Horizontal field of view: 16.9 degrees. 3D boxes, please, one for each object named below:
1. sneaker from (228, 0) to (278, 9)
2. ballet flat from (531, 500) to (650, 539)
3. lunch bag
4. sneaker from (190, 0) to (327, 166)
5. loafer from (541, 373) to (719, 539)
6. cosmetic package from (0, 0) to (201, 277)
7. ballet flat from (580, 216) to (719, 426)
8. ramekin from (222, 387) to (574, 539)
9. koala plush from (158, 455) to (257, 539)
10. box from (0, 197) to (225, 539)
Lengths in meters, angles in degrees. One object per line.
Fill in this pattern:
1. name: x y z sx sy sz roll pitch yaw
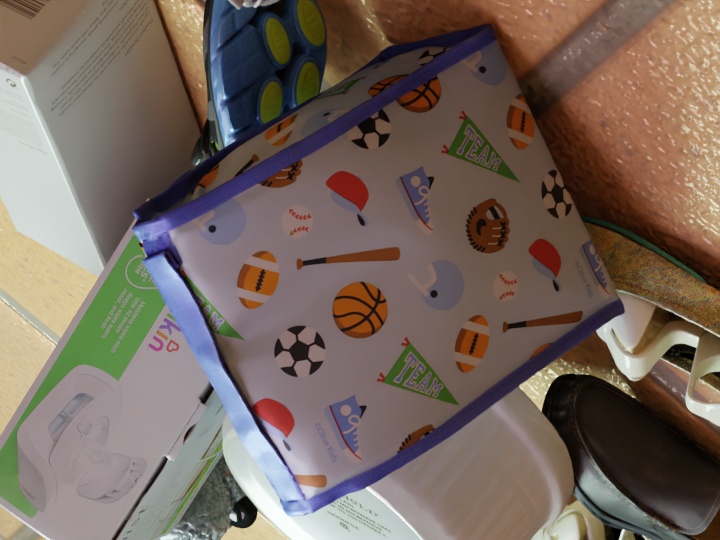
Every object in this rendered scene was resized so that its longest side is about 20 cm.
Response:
1. sneaker: -0.027 -0.149 1.148 0.200 0.082 0.075 10 144 48
2. ballet flat: 0.162 0.177 1.522 0.199 0.068 0.068 12 127 37
3. lunch bag: 0.000 0.000 1.191 0.124 0.200 0.171 -9 114 58
4. sneaker: -0.061 -0.076 1.275 0.083 0.071 0.201 30 131 47
5. loafer: 0.182 0.122 1.376 0.200 0.073 0.072 40 150 -28
6. cosmetic package: -0.167 -0.100 1.415 0.085 0.108 0.200 27 153 25
7. ballet flat: 0.169 0.038 1.232 0.199 0.071 0.071 28 155 22
8. ramekin: 0.012 0.106 1.357 0.202 0.094 0.203 31 156 15
9. koala plush: -0.117 0.114 1.681 0.184 0.177 0.200 43 160 17
10. box: -0.118 0.065 1.455 0.096 0.200 0.176 34 -172 9
